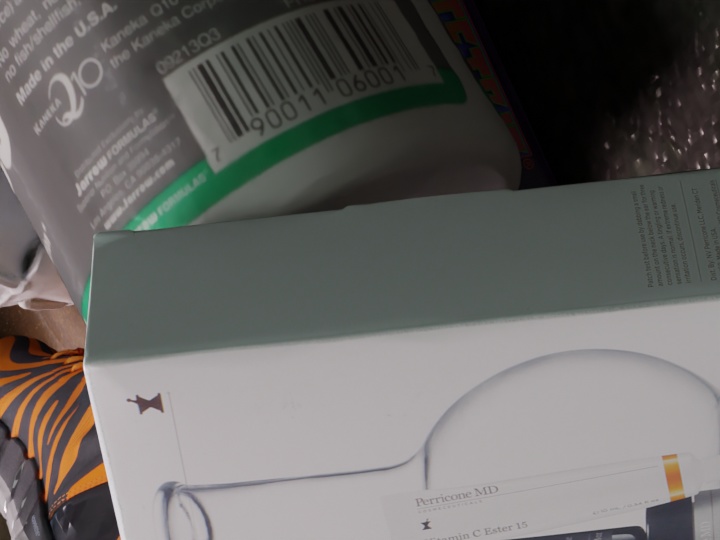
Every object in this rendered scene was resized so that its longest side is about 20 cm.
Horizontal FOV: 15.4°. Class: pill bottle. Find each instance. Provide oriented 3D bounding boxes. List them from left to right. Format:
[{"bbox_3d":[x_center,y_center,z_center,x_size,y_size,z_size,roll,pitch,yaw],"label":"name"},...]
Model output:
[{"bbox_3d":[-0.054,-0.076,0.670,0.200,0.113,0.113,60,152,21],"label":"pill bottle"}]

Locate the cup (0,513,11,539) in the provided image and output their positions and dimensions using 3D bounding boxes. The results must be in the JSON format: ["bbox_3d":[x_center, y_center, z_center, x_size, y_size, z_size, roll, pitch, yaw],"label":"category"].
[{"bbox_3d":[-0.210,0.095,1.156,0.143,0.200,0.200,-55,52,29],"label":"cup"}]

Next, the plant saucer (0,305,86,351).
[{"bbox_3d":[-0.133,-0.027,1.067,0.200,0.037,0.201,45,143,48],"label":"plant saucer"}]

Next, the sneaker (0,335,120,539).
[{"bbox_3d":[-0.076,0.047,0.919,0.112,0.077,0.200,-55,29,8],"label":"sneaker"}]

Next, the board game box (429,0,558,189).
[{"bbox_3d":[0.000,0.000,0.780,0.200,0.057,0.165,67,153,15],"label":"board game box"}]

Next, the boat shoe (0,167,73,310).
[{"bbox_3d":[-0.109,-0.023,0.860,0.200,0.065,0.074,-16,-77,-80],"label":"boat shoe"}]

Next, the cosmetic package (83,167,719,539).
[{"bbox_3d":[0.026,0.075,0.622,0.052,0.150,0.200,-90,-7,-52],"label":"cosmetic package"}]
